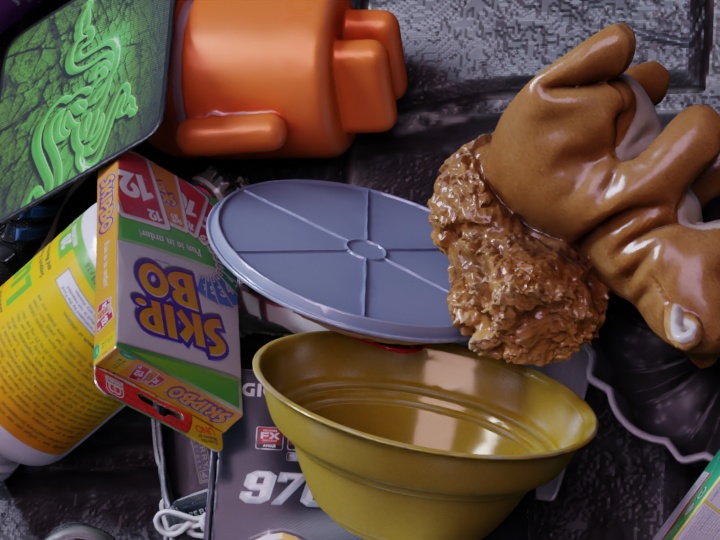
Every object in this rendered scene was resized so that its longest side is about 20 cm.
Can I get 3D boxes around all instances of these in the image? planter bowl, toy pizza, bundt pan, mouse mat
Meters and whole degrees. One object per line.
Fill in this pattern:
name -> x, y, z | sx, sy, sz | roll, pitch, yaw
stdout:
planter bowl -> 0.030, 0.105, 1.239 | 0.200, 0.200, 0.084 | 17, 106, 19
toy pizza -> 0.000, 0.000, 1.343 | 0.200, 0.200, 0.032 | 26, 117, 21
bundt pan -> 0.235, 0.035, 1.331 | 0.201, 0.076, 0.203 | -4, 69, 12
mouse mat -> -0.184, -0.124, 1.426 | 0.161, 0.008, 0.200 | -28, 40, 25

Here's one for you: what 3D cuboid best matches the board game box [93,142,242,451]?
board game box -> -0.117, 0.014, 1.313 | 0.030, 0.095, 0.200 | -40, 35, 31

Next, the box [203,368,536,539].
box -> 0.007, 0.145, 1.316 | 0.199, 0.046, 0.160 | 4, 70, 0

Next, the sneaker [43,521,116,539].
sneaker -> -0.144, 0.246, 1.357 | 0.076, 0.114, 0.200 | -27, 94, -2

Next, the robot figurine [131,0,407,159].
robot figurine -> -0.071, -0.132, 1.451 | 0.199, 0.117, 0.144 | 0, 75, 13

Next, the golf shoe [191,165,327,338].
golf shoe -> -0.052, 0.019, 1.422 | 0.200, 0.077, 0.088 | 41, 99, 30

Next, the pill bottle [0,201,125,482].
pill bottle -> -0.199, 0.055, 1.397 | 0.200, 0.111, 0.111 | -39, 64, 18

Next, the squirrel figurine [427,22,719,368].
squirrel figurine -> 0.143, -0.015, 1.274 | 0.200, 0.142, 0.187 | -32, 77, 4

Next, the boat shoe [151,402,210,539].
boat shoe -> -0.092, 0.158, 1.372 | 0.073, 0.068, 0.200 | -14, 67, 9

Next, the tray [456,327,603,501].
tray -> 0.101, 0.045, 1.391 | 0.107, 0.022, 0.201 | 12, 73, 17

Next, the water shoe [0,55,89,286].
water shoe -> -0.236, -0.064, 1.485 | 0.071, 0.079, 0.200 | 30, 80, 23

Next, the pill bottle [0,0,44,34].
pill bottle -> -0.253, -0.240, 1.537 | 0.200, 0.112, 0.113 | -38, 66, -2

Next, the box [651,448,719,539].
box -> 0.258, 0.204, 1.243 | 0.200, 0.048, 0.117 | 38, 88, -1
